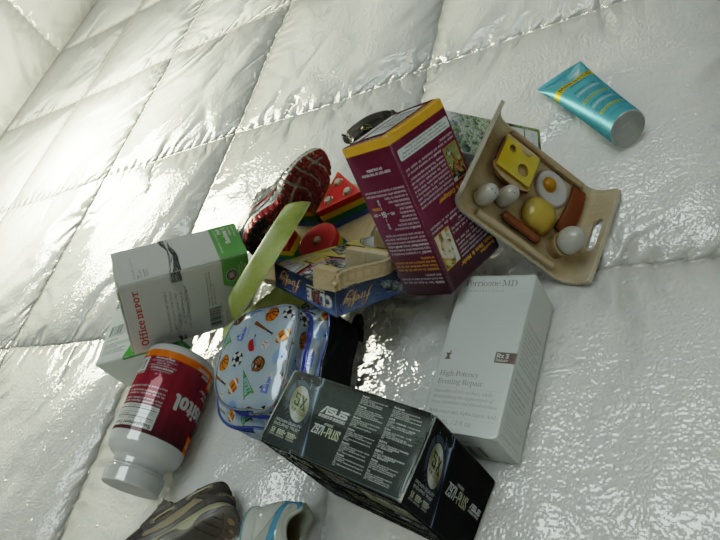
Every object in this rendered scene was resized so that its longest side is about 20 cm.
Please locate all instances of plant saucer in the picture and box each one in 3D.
[{"bbox_3d":[-0.135,-0.019,0.920,0.202,0.031,0.200,-56,7,10],"label":"plant saucer"}]

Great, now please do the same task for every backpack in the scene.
[{"bbox_3d":[-0.108,0.141,0.857,0.188,0.153,0.204,-16,49,40],"label":"backpack"}]

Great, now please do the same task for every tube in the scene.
[{"bbox_3d":[0.328,-0.242,0.921,0.076,0.051,0.202,-27,37,5],"label":"tube"},{"bbox_3d":[-0.125,0.058,0.991,0.198,0.058,0.053,-34,49,15],"label":"tube"}]

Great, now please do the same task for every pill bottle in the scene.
[{"bbox_3d":[-0.298,0.222,0.954,0.111,0.113,0.204,-7,52,32],"label":"pill bottle"}]

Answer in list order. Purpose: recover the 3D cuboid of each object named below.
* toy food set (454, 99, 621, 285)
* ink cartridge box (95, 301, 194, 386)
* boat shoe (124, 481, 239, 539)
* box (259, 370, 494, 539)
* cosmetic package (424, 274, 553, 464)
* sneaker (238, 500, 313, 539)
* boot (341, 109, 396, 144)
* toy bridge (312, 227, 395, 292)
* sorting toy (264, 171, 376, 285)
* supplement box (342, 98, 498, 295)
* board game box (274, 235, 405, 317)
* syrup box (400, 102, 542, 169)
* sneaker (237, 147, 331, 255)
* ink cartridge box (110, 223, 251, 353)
[{"bbox_3d":[0.218,-0.095,0.780,0.146,0.198,0.060,-62,13,-23],"label":"toy food set"},{"bbox_3d":[-0.360,0.084,1.138,0.143,0.083,0.204,-16,48,27],"label":"ink cartridge box"},{"bbox_3d":[-0.245,0.345,0.849,0.196,0.075,0.074,-26,33,4],"label":"boat shoe"},{"bbox_3d":[0.018,0.201,0.688,0.197,0.164,0.087,8,60,42],"label":"box"},{"bbox_3d":[0.147,0.107,0.739,0.100,0.074,0.204,-3,55,36],"label":"cosmetic package"},{"bbox_3d":[-0.094,0.355,0.713,0.079,0.077,0.204,-19,48,20],"label":"sneaker"},{"bbox_3d":[0.062,-0.237,1.100,0.195,0.070,0.176,-17,33,5],"label":"boot"},{"bbox_3d":[0.012,-0.014,0.826,0.066,0.028,0.199,10,22,23],"label":"toy bridge"},{"bbox_3d":[-0.065,-0.074,1.057,0.195,0.070,0.203,4,58,39],"label":"sorting toy"},{"bbox_3d":[0.076,-0.085,0.785,0.110,0.204,0.085,-38,21,-35],"label":"supplement box"},{"bbox_3d":[0.000,0.000,0.881,0.197,0.036,0.134,-18,26,-38],"label":"board game box"},{"bbox_3d":[0.141,-0.155,0.882,0.194,0.082,0.080,10,50,0],"label":"syrup box"},{"bbox_3d":[-0.127,-0.120,1.032,0.200,0.078,0.082,-47,40,-6],"label":"sneaker"},{"bbox_3d":[-0.274,0.027,1.007,0.195,0.149,0.085,-15,45,-21],"label":"ink cartridge box"}]
